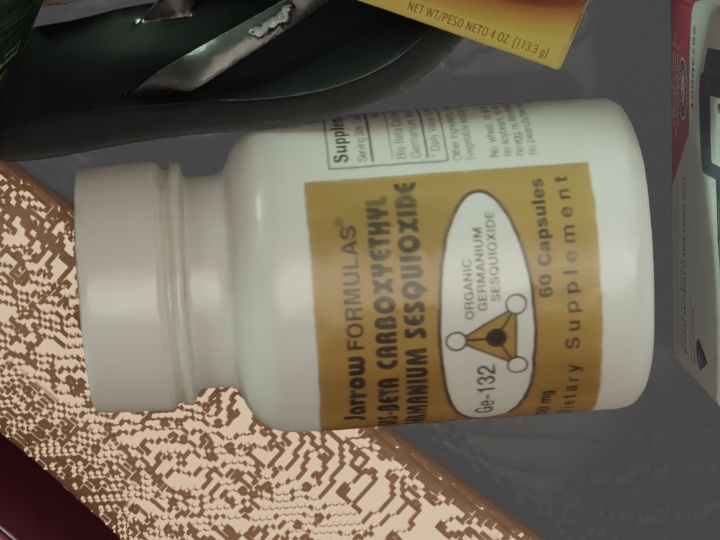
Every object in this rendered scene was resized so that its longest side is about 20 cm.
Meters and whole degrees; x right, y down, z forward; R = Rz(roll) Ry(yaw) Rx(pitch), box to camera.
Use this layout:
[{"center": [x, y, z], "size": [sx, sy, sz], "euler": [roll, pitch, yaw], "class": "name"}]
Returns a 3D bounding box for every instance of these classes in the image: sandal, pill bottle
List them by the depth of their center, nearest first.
[{"center": [-0.052, -0.084, 0.861], "size": [0.199, 0.076, 0.043], "euler": [-14, 132, 8], "class": "sandal"}, {"center": [0.000, 0.000, 0.874], "size": [0.199, 0.114, 0.115], "euler": [-4, 100, -2], "class": "pill bottle"}]

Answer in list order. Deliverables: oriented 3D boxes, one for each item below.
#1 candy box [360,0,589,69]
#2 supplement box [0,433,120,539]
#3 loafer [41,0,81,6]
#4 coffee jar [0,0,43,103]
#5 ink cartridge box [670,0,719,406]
[{"center": [-0.007, -0.154, 0.788], "size": [0.199, 0.057, 0.117], "euler": [19, 136, -3], "class": "candy box"}, {"center": [-0.184, 0.161, 0.893], "size": [0.086, 0.110, 0.200], "euler": [41, 95, -8], "class": "supplement box"}, {"center": [-0.053, -0.154, 0.871], "size": [0.200, 0.063, 0.072], "euler": [-25, 102, 1], "class": "loafer"}, {"center": [-0.178, -0.040, 0.831], "size": [0.085, 0.104, 0.200], "euler": [27, 120, 1], "class": "coffee jar"}, {"center": [0.165, -0.021, 0.836], "size": [0.084, 0.200, 0.145], "euler": [-2, 100, -3], "class": "ink cartridge box"}]
